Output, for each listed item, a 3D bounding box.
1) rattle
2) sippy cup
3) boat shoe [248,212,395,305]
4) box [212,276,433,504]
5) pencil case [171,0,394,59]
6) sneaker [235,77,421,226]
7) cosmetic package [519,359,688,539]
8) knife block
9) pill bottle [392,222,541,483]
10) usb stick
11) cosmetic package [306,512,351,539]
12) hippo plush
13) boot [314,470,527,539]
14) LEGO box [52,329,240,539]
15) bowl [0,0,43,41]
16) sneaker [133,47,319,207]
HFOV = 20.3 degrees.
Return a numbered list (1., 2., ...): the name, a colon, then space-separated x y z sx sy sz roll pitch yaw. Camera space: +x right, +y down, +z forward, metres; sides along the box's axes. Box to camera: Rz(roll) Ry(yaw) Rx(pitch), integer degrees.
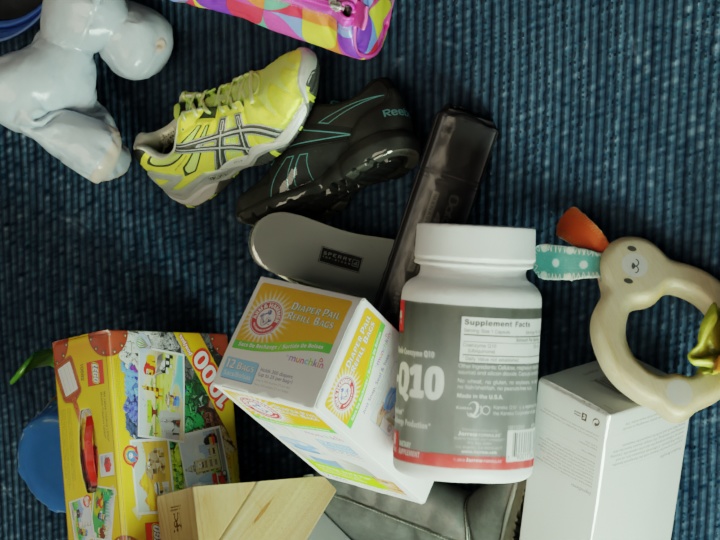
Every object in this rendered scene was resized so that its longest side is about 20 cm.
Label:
1. rattle: 0.224 0.011 1.561 0.130 0.143 0.200 -33 75 -1
2. sippy cup: -0.245 0.158 1.857 0.177 0.130 0.140 14 113 21
3. boat shoe: 0.000 0.000 1.718 0.199 0.064 0.071 22 85 -3
4. box: -0.015 0.100 1.666 0.112 0.200 0.102 12 69 34
5. pencil case: -0.066 -0.236 1.661 0.199 0.088 0.089 18 114 21
6. sneaker: -0.030 -0.095 1.711 0.200 0.075 0.080 -25 69 35
7. cosmetic package: 0.198 0.182 1.647 0.085 0.107 0.201 28 119 43
8. knife block: -0.108 0.269 1.705 0.064 0.199 0.176 -20 75 51
9. pill bottle: 0.086 0.064 1.605 0.114 0.114 0.201 3 92 25
10. usb stick: 0.060 -0.037 1.661 0.055 0.033 0.201 17 97 -10
11. cosmetic package: -0.014 0.319 1.783 0.200 0.107 0.090 45 123 -12
12. hippo plush: -0.256 -0.188 1.753 0.200 0.159 0.161 32 91 -19
13. boot: 0.059 0.189 1.759 0.200 0.073 0.182 27 118 23
14. LEGO box: -0.185 0.157 1.775 0.077 0.149 0.201 -13 79 40
15. bowl: -0.340 -0.305 1.799 0.200 0.039 0.201 9 111 24
16. sneaker: -0.114 -0.126 1.713 0.076 0.076 0.200 32 125 -31
